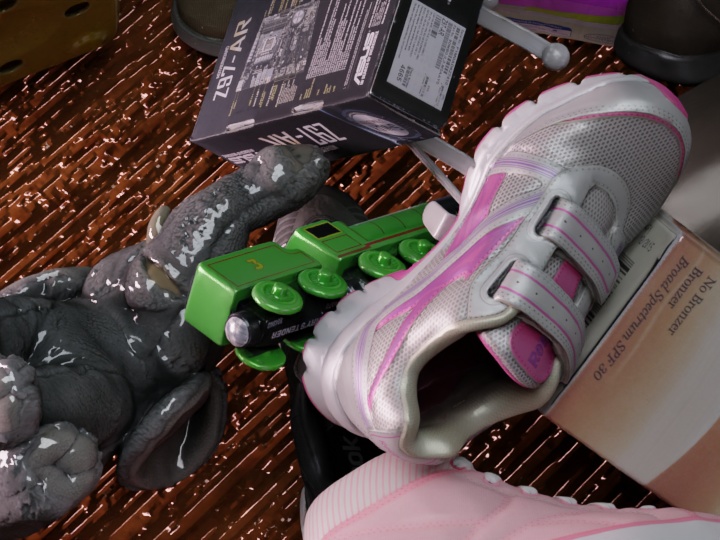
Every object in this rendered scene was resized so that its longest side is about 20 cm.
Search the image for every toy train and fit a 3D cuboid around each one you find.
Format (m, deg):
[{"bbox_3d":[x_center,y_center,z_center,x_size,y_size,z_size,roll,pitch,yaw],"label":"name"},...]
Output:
[{"bbox_3d":[0.000,0.000,1.132,0.056,0.042,0.200,34,31,28],"label":"toy train"}]

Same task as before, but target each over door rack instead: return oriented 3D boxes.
[{"bbox_3d":[0.072,-0.099,1.153,0.066,0.200,0.148,21,107,-17],"label":"over door rack"}]

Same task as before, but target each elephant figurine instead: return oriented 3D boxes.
[{"bbox_3d":[-0.111,0.040,1.148,0.200,0.155,0.142,-26,103,-40],"label":"elephant figurine"}]

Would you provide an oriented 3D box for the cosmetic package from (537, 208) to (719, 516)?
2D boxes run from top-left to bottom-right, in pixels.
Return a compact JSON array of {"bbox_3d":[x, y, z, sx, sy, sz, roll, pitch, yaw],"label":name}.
[{"bbox_3d":[0.177,0.069,1.103,0.200,0.087,0.104,34,96,-13],"label":"cosmetic package"}]

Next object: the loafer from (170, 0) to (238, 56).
[{"bbox_3d":[-0.039,-0.204,1.289,0.075,0.070,0.201,16,65,5],"label":"loafer"}]

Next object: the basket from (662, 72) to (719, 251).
[{"bbox_3d":[0.225,-0.041,1.191,0.199,0.136,0.181,-21,98,-5],"label":"basket"}]

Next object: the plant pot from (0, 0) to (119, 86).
[{"bbox_3d":[-0.206,-0.194,1.218,0.194,0.196,0.201,-23,74,-12],"label":"plant pot"}]

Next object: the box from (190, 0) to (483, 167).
[{"bbox_3d":[0.005,-0.150,1.179,0.043,0.160,0.201,26,71,-28],"label":"box"}]

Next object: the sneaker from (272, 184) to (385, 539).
[{"bbox_3d":[-0.004,0.041,1.164,0.066,0.091,0.201,-4,65,-5],"label":"sneaker"}]

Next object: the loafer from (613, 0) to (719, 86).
[{"bbox_3d":[0.205,-0.153,1.244,0.073,0.072,0.200,29,42,31],"label":"loafer"}]

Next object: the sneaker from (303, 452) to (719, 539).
[{"bbox_3d":[0.069,0.112,1.065,0.199,0.076,0.105,-9,43,-5],"label":"sneaker"}]

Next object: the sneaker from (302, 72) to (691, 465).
[{"bbox_3d":[0.069,0.008,1.045,0.200,0.081,0.088,-49,34,7],"label":"sneaker"}]

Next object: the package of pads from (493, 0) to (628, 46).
[{"bbox_3d":[0.091,-0.219,1.303,0.154,0.068,0.201,10,65,3],"label":"package of pads"}]
